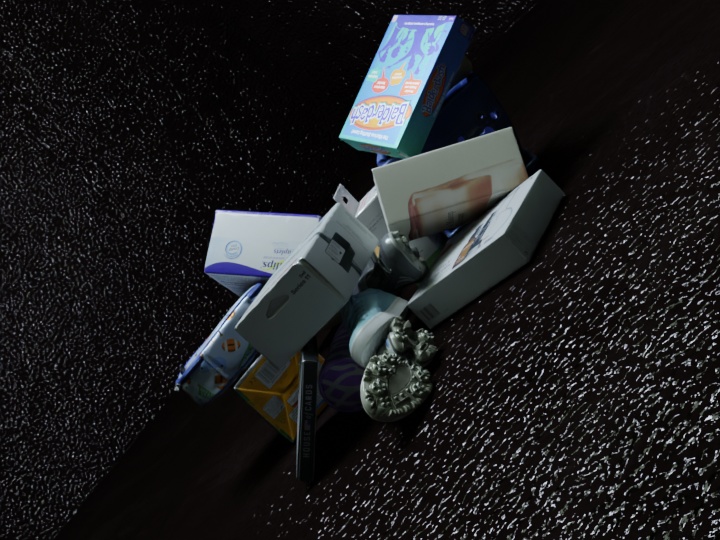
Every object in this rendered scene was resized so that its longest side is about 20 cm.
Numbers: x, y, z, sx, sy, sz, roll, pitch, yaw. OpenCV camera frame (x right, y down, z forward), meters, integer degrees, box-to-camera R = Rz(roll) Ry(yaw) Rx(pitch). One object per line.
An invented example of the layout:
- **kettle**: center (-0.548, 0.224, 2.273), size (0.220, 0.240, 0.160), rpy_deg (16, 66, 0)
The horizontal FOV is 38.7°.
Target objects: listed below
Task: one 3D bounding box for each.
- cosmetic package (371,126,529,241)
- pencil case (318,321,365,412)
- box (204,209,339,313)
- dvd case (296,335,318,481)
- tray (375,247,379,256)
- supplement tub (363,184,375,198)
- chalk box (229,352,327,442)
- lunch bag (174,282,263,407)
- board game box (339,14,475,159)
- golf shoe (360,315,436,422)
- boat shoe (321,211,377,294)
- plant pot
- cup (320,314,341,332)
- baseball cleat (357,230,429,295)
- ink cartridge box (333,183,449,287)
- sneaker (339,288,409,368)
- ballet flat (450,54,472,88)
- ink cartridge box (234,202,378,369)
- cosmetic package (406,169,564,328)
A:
- **cosmetic package**: center (0.123, -0.112, 1.394), size (0.197, 0.088, 0.103), rpy_deg (-16, -15, 3)
- **pencil case**: center (0.002, 0.113, 1.386), size (0.084, 0.085, 0.200), rpy_deg (-8, 23, 15)
- **box**: center (-0.118, -0.011, 1.617), size (0.200, 0.181, 0.106), rpy_deg (44, -128, -66)
- **dvd case**: center (-0.069, 0.169, 1.334), size (0.200, 0.024, 0.153), rpy_deg (-117, 29, -81)
- **tray**: center (0.014, 0.022, 1.707), size (0.200, 0.036, 0.100), rpy_deg (-67, -19, -69)
- **supplement tub**: center (0.109, -0.160, 1.961), size (0.200, 0.122, 0.123), rpy_deg (-43, 9, 18)
- **chalk box**: center (-0.122, 0.170, 1.579), size (0.125, 0.124, 0.200), rpy_deg (-48, 7, -9)
- **lunch bag**: center (-0.201, 0.116, 1.553), size (0.200, 0.075, 0.160), rpy_deg (-50, 5, -18)
- **board game box**: center (0.063, -0.261, 1.447), size (0.151, 0.045, 0.202), rpy_deg (19, 85, 54)
- **golf shoe**: center (0.035, 0.137, 1.179), size (0.098, 0.078, 0.200), rpy_deg (-61, -4, 24)
- **boat shoe**: center (0.000, 0.000, 1.535), size (0.071, 0.202, 0.066), rpy_deg (-24, 9, 27)
- **plant pot**: center (0.152, -0.165, 1.543), size (0.200, 0.180, 0.200), rpy_deg (-42, 8, 8)
- **cup**: center (-0.055, 0.013, 1.859), size (0.142, 0.202, 0.201), rpy_deg (-8, 31, 34)
- **baseball cleat**: center (0.040, 0.005, 1.387), size (0.106, 0.070, 0.200), rpy_deg (-34, -16, 6)
- **ink cartridge box**: center (0.054, -0.071, 1.541), size (0.067, 0.200, 0.117), rpy_deg (-43, 9, 15)
- **sneaker**: center (0.002, 0.069, 1.302), size (0.200, 0.081, 0.075), rpy_deg (-31, -39, -75)
- **ballet flat**: center (0.086, -0.257, 1.520), size (0.199, 0.070, 0.070), rpy_deg (-36, 12, 32)
- **ink cartridge box**: center (-0.067, 0.017, 1.344), size (0.147, 0.083, 0.200), rpy_deg (-45, 7, 27)
- **cosmetic package**: center (0.160, -0.026, 1.322), size (0.200, 0.052, 0.151), rpy_deg (-39, 9, 45)
